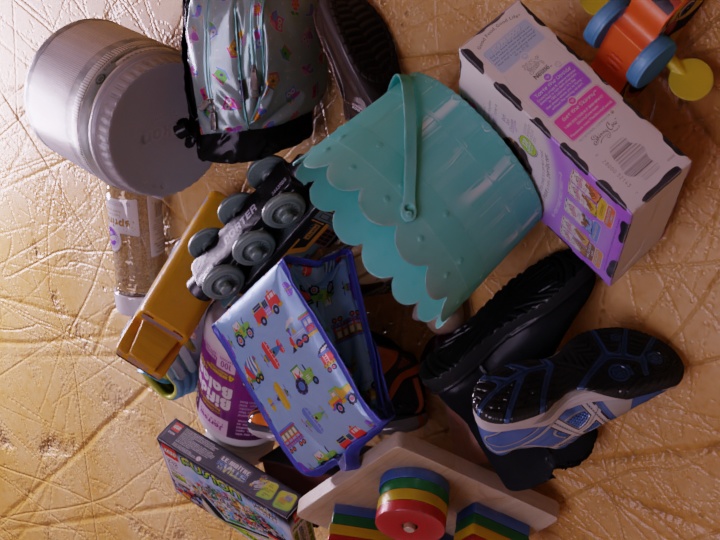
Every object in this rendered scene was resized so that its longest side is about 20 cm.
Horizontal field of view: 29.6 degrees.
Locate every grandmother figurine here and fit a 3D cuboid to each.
[{"bbox_3d":[0.097,0.106,1.373,0.121,0.060,0.202,-2,105,53],"label":"grandmother figurine"}]

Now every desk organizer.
[{"bbox_3d":[-0.013,0.244,1.519,0.199,0.072,0.078,5,113,40],"label":"desk organizer"}]

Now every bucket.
[{"bbox_3d":[0.052,-0.066,1.203,0.207,0.135,0.207,47,171,9],"label":"bucket"}]

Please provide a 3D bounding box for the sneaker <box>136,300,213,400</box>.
[{"bbox_3d":[-0.201,0.060,1.565,0.079,0.130,0.202,17,117,36],"label":"sneaker"}]

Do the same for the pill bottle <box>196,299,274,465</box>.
[{"bbox_3d":[-0.128,0.126,1.534,0.112,0.112,0.201,34,135,26],"label":"pill bottle"}]

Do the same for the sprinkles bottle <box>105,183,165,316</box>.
[{"bbox_3d":[-0.266,-0.048,1.620,0.068,0.068,0.202,15,117,37],"label":"sprinkles bottle"}]

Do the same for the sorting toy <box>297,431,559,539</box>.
[{"bbox_3d":[0.062,0.264,1.377,0.198,0.070,0.200,26,140,-20],"label":"sorting toy"}]

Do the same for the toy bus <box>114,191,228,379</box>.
[{"bbox_3d":[-0.191,0.017,1.491,0.065,0.201,0.078,33,159,-10],"label":"toy bus"}]

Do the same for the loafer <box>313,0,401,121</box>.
[{"bbox_3d":[0.001,-0.176,1.324,0.071,0.073,0.201,-23,91,45],"label":"loafer"}]

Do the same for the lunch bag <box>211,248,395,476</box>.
[{"bbox_3d":[-0.046,0.104,1.348,0.150,0.094,0.201,-40,65,45],"label":"lunch bag"}]

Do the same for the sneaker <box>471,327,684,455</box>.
[{"bbox_3d":[0.193,0.110,1.219,0.077,0.198,0.076,85,169,-47],"label":"sneaker"}]

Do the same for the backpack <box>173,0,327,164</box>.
[{"bbox_3d":[-0.106,-0.219,1.361,0.126,0.167,0.202,4,108,22],"label":"backpack"}]

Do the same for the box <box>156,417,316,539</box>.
[{"bbox_3d":[-0.139,0.254,1.545,0.199,0.035,0.111,26,145,30],"label":"box"}]

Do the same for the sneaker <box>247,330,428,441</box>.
[{"bbox_3d":[-0.029,0.119,1.455,0.198,0.078,0.113,-7,96,8],"label":"sneaker"}]

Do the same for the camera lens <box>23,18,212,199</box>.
[{"bbox_3d":[-0.258,-0.178,1.472,0.199,0.159,0.161,28,126,46],"label":"camera lens"}]

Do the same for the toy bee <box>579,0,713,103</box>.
[{"bbox_3d":[0.244,-0.197,1.098,0.131,0.108,0.200,56,159,-3],"label":"toy bee"}]

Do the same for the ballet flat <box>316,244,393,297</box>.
[{"bbox_3d":[0.000,0.000,1.404,0.200,0.072,0.072,-28,89,44],"label":"ballet flat"}]

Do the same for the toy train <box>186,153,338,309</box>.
[{"bbox_3d":[-0.093,-0.034,1.411,0.200,0.114,0.086,-48,45,23],"label":"toy train"}]

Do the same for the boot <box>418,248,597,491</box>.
[{"bbox_3d":[0.175,0.097,1.281,0.200,0.076,0.168,-40,112,5],"label":"boot"}]

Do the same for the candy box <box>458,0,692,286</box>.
[{"bbox_3d":[0.172,-0.104,1.149,0.200,0.071,0.168,47,169,17],"label":"candy box"}]
